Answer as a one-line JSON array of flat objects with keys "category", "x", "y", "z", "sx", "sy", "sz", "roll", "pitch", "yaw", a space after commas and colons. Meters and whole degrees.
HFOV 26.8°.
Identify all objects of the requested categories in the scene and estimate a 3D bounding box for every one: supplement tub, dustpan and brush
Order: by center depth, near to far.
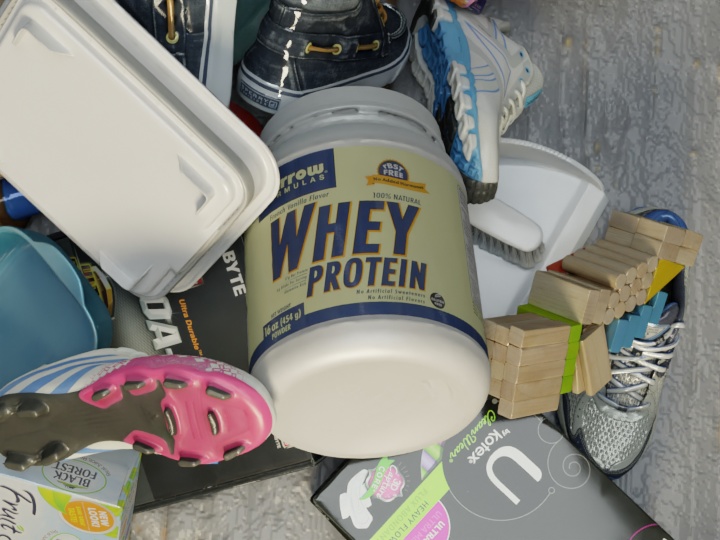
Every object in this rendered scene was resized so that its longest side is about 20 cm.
[{"category": "supplement tub", "x": 0.000, "y": 0.000, "z": 0.943, "sx": 0.145, "sy": 0.145, "sz": 0.200, "roll": -3, "pitch": 56, "yaw": -3}, {"category": "dustpan and brush", "x": 0.066, "y": -0.053, "z": 1.082, "sx": 0.200, "sy": 0.057, "sz": 0.140, "roll": 30, "pitch": 82, "yaw": 3}]

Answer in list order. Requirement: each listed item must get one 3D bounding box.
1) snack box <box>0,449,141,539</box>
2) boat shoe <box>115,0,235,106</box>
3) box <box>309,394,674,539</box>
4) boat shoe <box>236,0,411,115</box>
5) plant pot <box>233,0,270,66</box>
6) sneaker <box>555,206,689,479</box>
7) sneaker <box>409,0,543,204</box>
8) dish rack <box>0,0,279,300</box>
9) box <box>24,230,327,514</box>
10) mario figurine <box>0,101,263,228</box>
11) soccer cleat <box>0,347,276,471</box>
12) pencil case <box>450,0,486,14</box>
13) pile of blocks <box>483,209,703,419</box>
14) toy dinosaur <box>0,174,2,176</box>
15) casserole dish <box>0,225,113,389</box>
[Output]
[{"category": "snack box", "x": -0.252, "y": 0.150, "z": 0.999, "sx": 0.200, "sy": 0.142, "sz": 0.053, "roll": 16, "pitch": 48, "yaw": -1}, {"category": "boat shoe", "x": -0.124, "y": -0.155, "z": 0.930, "sx": 0.091, "sy": 0.071, "sz": 0.200, "roll": 3, "pitch": 119, "yaw": -10}, {"category": "box", "x": 0.086, "y": 0.171, "z": 1.019, "sx": 0.200, "sy": 0.124, "sz": 0.149, "roll": 44, "pitch": 82, "yaw": 3}, {"category": "boat shoe", "x": -0.008, "y": -0.172, "z": 1.025, "sx": 0.071, "sy": 0.200, "sz": 0.091, "roll": 30, "pitch": 121, "yaw": 13}, {"category": "plant pot", "x": -0.120, "y": -0.217, "z": 1.046, "sx": 0.134, "sy": 0.200, "sz": 0.200, "roll": 38, "pitch": 81, "yaw": -22}, {"category": "sneaker", "x": 0.187, "y": 0.046, "z": 1.061, "sx": 0.077, "sy": 0.085, "sz": 0.200, "roll": 11, "pitch": 82, "yaw": -1}, {"category": "sneaker", "x": 0.090, "y": -0.123, "z": 1.054, "sx": 0.087, "sy": 0.075, "sz": 0.200, "roll": 8, "pitch": 46, "yaw": -14}, {"category": "dish rack", "x": -0.160, "y": -0.075, "z": 0.921, "sx": 0.200, "sy": 0.172, "sz": 0.044, "roll": 43, "pitch": 45, "yaw": -5}, {"category": "box", "x": -0.123, "y": 0.053, "z": 1.025, "sx": 0.159, "sy": 0.046, "sz": 0.200, "roll": -16, "pitch": 92, "yaw": 18}, {"category": "mario figurine", "x": -0.161, "y": -0.076, "z": 1.081, "sx": 0.200, "sy": 0.124, "sz": 0.106, "roll": -4, "pitch": 40, "yaw": 5}, {"category": "soccer cleat", "x": -0.133, "y": 0.072, "z": 0.909, "sx": 0.200, "sy": 0.086, "sz": 0.070, "roll": -6, "pitch": 115, "yaw": 25}, {"category": "pencil case", "x": 0.028, "y": -0.269, "z": 1.053, "sx": 0.200, "sy": 0.087, "sz": 0.087, "roll": 36, "pitch": 82, "yaw": -7}, {"category": "pile of blocks", "x": 0.141, "y": 0.026, "z": 0.992, "sx": 0.200, "sy": 0.062, "sz": 0.082, "roll": -33, "pitch": 127, "yaw": -31}, {"category": "toy dinosaur", "x": -0.211, "y": -0.081, "z": 1.004, "sx": 0.200, "sy": 0.060, "sz": 0.106, "roll": -4, "pitch": 97, "yaw": 13}, {"category": "casserole dish", "x": -0.236, "y": 0.055, "z": 1.023, "sx": 0.121, "sy": 0.039, "sz": 0.200, "roll": 50, "pitch": 120, "yaw": 12}]
